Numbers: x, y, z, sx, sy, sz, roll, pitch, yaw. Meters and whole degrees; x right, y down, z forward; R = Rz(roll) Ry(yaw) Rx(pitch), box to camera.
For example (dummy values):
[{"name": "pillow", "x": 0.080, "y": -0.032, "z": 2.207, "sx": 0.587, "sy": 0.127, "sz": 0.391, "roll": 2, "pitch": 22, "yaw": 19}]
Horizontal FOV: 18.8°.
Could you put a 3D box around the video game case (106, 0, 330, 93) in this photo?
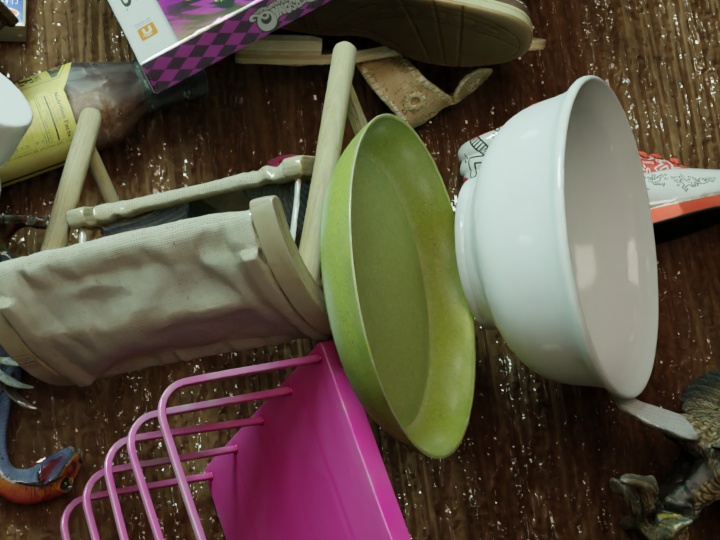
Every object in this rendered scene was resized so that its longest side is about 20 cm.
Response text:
[{"name": "video game case", "x": -0.079, "y": -0.226, "z": 1.395, "sx": 0.200, "sy": 0.036, "sz": 0.182, "roll": -28, "pitch": 54, "yaw": -1}]

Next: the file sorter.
[{"name": "file sorter", "x": -0.081, "y": 0.152, "z": 1.265, "sx": 0.125, "sy": 0.200, "sz": 0.139, "roll": -9, "pitch": 68, "yaw": -29}]

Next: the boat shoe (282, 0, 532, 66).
[{"name": "boat shoe", "x": 0.022, "y": -0.189, "z": 1.432, "sx": 0.199, "sy": 0.072, "sz": 0.072, "roll": 11, "pitch": 61, "yaw": 18}]

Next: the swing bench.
[{"name": "swing bench", "x": -0.094, "y": -0.017, "z": 1.299, "sx": 0.198, "sy": 0.130, "sz": 0.200, "roll": -10, "pitch": 30, "yaw": 23}]

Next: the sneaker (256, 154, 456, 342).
[{"name": "sneaker", "x": 0.000, "y": 0.000, "z": 1.425, "sx": 0.200, "sy": 0.087, "sz": 0.074, "roll": 39, "pitch": 89, "yaw": 33}]

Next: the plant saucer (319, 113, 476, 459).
[{"name": "plant saucer", "x": 0.020, "y": 0.011, "z": 1.255, "sx": 0.031, "sy": 0.200, "sz": 0.201, "roll": -9, "pitch": 66, "yaw": 20}]

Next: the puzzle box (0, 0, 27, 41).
[{"name": "puzzle box", "x": -0.327, "y": -0.223, "z": 1.497, "sx": 0.199, "sy": 0.025, "sz": 0.134, "roll": 1, "pitch": 69, "yaw": -7}]

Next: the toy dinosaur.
[{"name": "toy dinosaur", "x": -0.232, "y": 0.054, "z": 1.388, "sx": 0.105, "sy": 0.200, "sz": 0.182, "roll": 6, "pitch": 87, "yaw": -45}]

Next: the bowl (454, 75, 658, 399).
[{"name": "bowl", "x": 0.115, "y": -0.016, "z": 1.345, "sx": 0.090, "sy": 0.201, "sz": 0.202, "roll": -6, "pitch": 66, "yaw": 22}]

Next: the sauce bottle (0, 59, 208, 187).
[{"name": "sauce bottle", "x": -0.199, "y": -0.101, "z": 1.444, "sx": 0.199, "sy": 0.066, "sz": 0.066, "roll": -21, "pitch": 72, "yaw": -17}]

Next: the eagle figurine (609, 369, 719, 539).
[{"name": "eagle figurine", "x": 0.261, "y": 0.119, "z": 1.380, "sx": 0.200, "sy": 0.151, "sz": 0.152, "roll": -30, "pitch": 64, "yaw": -6}]

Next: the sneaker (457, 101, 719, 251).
[{"name": "sneaker", "x": 0.165, "y": -0.069, "z": 1.469, "sx": 0.201, "sy": 0.067, "sz": 0.108, "roll": -15, "pitch": 76, "yaw": -9}]

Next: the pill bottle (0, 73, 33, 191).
[{"name": "pill bottle", "x": -0.286, "y": -0.036, "z": 1.299, "sx": 0.113, "sy": 0.113, "sz": 0.200, "roll": 38, "pitch": 107, "yaw": 9}]

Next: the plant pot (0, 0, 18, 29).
[{"name": "plant pot", "x": -0.353, "y": -0.145, "z": 1.368, "sx": 0.200, "sy": 0.200, "sz": 0.198, "roll": 38, "pitch": 87, "yaw": 9}]

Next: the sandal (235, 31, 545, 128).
[{"name": "sandal", "x": 0.020, "y": -0.126, "z": 1.490, "sx": 0.211, "sy": 0.078, "sz": 0.070, "roll": 1, "pitch": 99, "yaw": 1}]
